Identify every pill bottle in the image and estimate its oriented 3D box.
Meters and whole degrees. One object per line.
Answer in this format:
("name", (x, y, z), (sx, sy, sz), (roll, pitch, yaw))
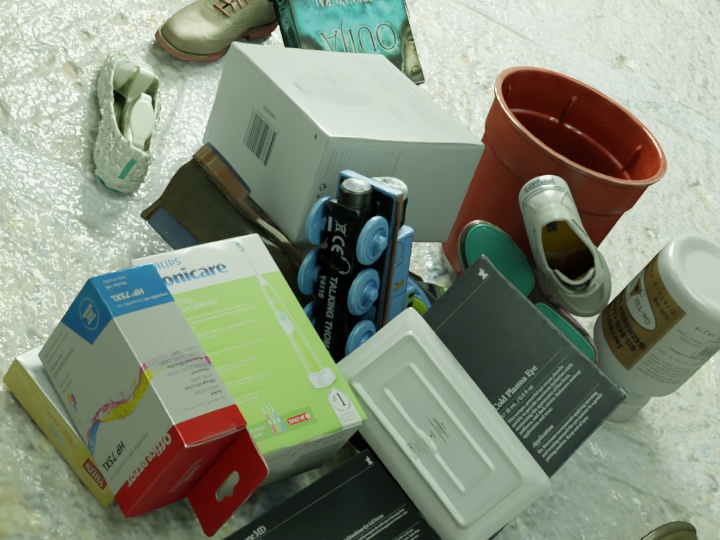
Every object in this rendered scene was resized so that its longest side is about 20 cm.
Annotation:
("pill bottle", (0.307, 0.065, 1.674), (0.114, 0.200, 0.115), (20, 43, -20))

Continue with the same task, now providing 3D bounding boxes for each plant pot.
("plant pot", (0.190, -0.077, 1.709), (0.199, 0.196, 0.201), (20, 32, -13))

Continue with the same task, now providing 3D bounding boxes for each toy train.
("toy train", (0.000, 0.000, 1.516), (0.086, 0.202, 0.114), (21, 30, 28))

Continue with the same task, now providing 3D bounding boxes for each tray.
("tray", (0.065, 0.138, 1.394), (0.107, 0.022, 0.200), (-37, 81, -7))

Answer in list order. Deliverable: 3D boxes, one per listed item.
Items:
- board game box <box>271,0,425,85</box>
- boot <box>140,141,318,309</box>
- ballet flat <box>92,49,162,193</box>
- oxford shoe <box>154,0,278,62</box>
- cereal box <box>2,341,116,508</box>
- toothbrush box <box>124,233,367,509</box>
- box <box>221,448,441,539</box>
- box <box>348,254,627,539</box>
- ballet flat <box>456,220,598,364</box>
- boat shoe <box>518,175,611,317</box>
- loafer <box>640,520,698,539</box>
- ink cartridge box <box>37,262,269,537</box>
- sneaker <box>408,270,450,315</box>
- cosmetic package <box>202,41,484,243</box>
("board game box", (-0.011, -0.264, 1.830), (0.199, 0.028, 0.136), (-18, 93, -48))
("boot", (-0.121, -0.016, 1.548), (0.200, 0.097, 0.075), (53, -7, -16))
("ballet flat", (-0.222, -0.160, 1.597), (0.071, 0.072, 0.201), (17, 43, -23))
("oxford shoe", (-0.148, -0.286, 1.764), (0.070, 0.075, 0.200), (44, 40, 8))
("cereal box", (-0.189, 0.101, 1.390), (0.144, 0.040, 0.200), (48, 40, 10))
("toothbrush box", (-0.111, 0.081, 1.371), (0.145, 0.086, 0.201), (-14, 66, -44))
("box", (-0.027, 0.256, 1.336), (0.199, 0.079, 0.141), (-25, 73, -47))
("box", (0.104, 0.125, 1.462), (0.200, 0.104, 0.182), (-44, 83, -9))
("ballet flat", (0.162, 0.032, 1.635), (0.200, 0.069, 0.071), (47, -6, -9))
("boat shoe", (0.210, -0.006, 1.611), (0.201, 0.070, 0.070), (64, 11, -46))
("loafer", (0.256, 0.301, 1.517), (0.199, 0.076, 0.068), (-23, 68, -36))
("ink cartridge box", (-0.166, 0.111, 1.279), (0.067, 0.116, 0.201), (-15, 64, -43))
("sneaker", (0.074, 0.047, 1.632), (0.199, 0.071, 0.083), (29, 22, -9))
("cosmetic package", (-0.020, -0.128, 1.634), (0.199, 0.124, 0.199), (-2, 34, -37))
